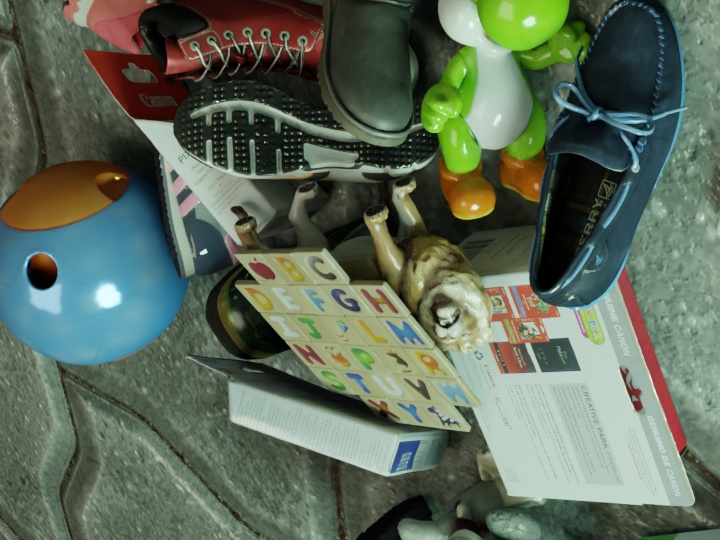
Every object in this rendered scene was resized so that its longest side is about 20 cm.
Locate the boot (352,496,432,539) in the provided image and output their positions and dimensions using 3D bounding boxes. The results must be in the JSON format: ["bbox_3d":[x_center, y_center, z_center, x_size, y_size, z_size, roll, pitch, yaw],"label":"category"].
[{"bbox_3d":[0.036,0.331,1.159,0.073,0.197,0.164,-26,93,54],"label":"boot"}]

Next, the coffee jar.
[{"bbox_3d":[-0.051,0.020,1.072,0.199,0.104,0.086,-17,111,49],"label":"coffee jar"}]

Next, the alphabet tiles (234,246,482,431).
[{"bbox_3d":[-0.004,0.053,0.891,0.166,0.006,0.200,1,138,48],"label":"alphabet tiles"}]

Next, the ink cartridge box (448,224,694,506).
[{"bbox_3d":[0.164,0.070,0.907,0.175,0.084,0.201,-5,115,46],"label":"ink cartridge box"}]

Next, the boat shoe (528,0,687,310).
[{"bbox_3d":[0.156,-0.071,0.760,0.084,0.068,0.202,12,97,35],"label":"boat shoe"}]

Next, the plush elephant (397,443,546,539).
[{"bbox_3d":[0.108,0.246,1.060,0.155,0.198,0.166,43,133,49],"label":"plush elephant"}]

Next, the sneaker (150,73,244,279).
[{"bbox_3d":[-0.149,-0.097,1.125,0.070,0.081,0.202,-158,60,-74],"label":"sneaker"}]

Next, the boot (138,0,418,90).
[{"bbox_3d":[-0.067,-0.161,0.916,0.199,0.144,0.073,30,134,23],"label":"boot"}]

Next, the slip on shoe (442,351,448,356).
[{"bbox_3d":[0.036,0.068,1.006,0.061,0.076,0.200,60,-178,23],"label":"slip on shoe"}]

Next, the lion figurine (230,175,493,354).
[{"bbox_3d":[0.000,0.000,0.884,0.198,0.073,0.123,4,128,36],"label":"lion figurine"}]

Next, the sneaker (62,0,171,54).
[{"bbox_3d":[-0.187,-0.260,1.038,0.087,0.074,0.200,39,146,-5],"label":"sneaker"}]

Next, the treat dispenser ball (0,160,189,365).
[{"bbox_3d":[-0.268,-0.008,1.193,0.200,0.201,0.202,26,135,29],"label":"treat dispenser ball"}]

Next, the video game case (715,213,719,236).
[{"bbox_3d":[0.314,-0.065,0.701,0.181,0.023,0.201,29,137,27],"label":"video game case"}]

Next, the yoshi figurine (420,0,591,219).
[{"bbox_3d":[0.098,-0.133,0.811,0.111,0.113,0.202,7,123,23],"label":"yoshi figurine"}]

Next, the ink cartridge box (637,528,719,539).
[{"bbox_3d":[0.305,0.277,0.924,0.199,0.084,0.147,-25,100,52],"label":"ink cartridge box"}]

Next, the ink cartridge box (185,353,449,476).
[{"bbox_3d":[-0.036,0.127,1.058,0.198,0.199,0.041,19,89,18],"label":"ink cartridge box"}]

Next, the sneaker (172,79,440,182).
[{"bbox_3d":[-0.042,-0.094,0.913,0.198,0.075,0.080,6,169,-4],"label":"sneaker"}]

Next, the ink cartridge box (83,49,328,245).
[{"bbox_3d":[-0.121,-0.116,1.001,0.047,0.160,0.200,-39,87,16],"label":"ink cartridge box"}]

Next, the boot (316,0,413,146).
[{"bbox_3d":[0.029,-0.209,0.796,0.200,0.072,0.183,125,141,-48],"label":"boot"}]
